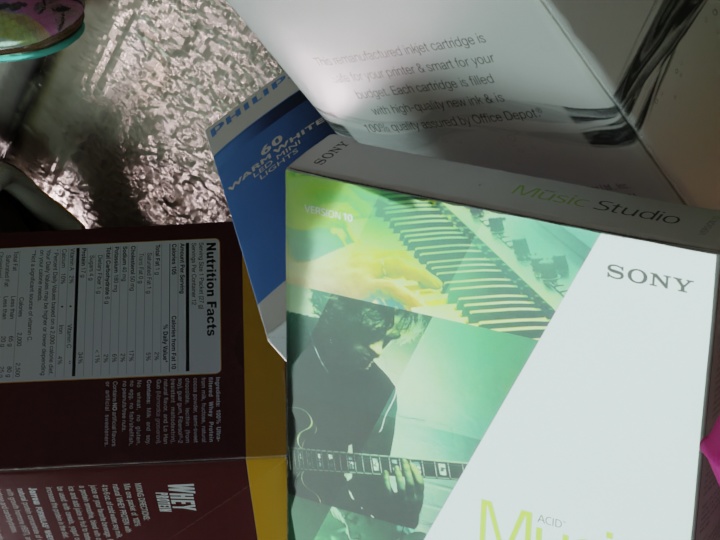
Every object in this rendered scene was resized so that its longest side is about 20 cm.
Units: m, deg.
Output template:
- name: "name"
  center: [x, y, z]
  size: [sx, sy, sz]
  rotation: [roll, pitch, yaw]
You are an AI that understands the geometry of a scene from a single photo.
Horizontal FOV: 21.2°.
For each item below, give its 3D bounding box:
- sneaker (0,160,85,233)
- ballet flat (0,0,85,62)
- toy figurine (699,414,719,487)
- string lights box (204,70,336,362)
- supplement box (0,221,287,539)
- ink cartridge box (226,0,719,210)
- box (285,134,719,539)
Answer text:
- name: "sneaker"
  center: [-0.174, 0.018, 1.089]
  size: [0.090, 0.075, 0.200]
  rotation: [8, 144, 52]
- name: "ballet flat"
  center: [-0.209, -0.136, 0.915]
  size: [0.200, 0.069, 0.071]
  rotation: [7, 122, 47]
- name: "toy figurine"
  center: [0.174, 0.031, 0.567]
  size: [0.150, 0.184, 0.200]
  rotation: [18, 150, 33]
- name: "string lights box"
  center: [0.000, 0.000, 0.755]
  size: [0.103, 0.059, 0.200]
  rotation: [50, -172, -26]
- name: "supplement box"
  center: [-0.131, 0.085, 0.995]
  size: [0.199, 0.133, 0.197]
  rotation: [-3, 148, 0]
- name: "ink cartridge box"
  center: [0.055, -0.075, 0.650]
  size: [0.146, 0.086, 0.200]
  rotation: [0, 136, 52]
- name: "box"
  center: [0.045, 0.065, 0.620]
  size: [0.144, 0.036, 0.201]
  rotation: [12, 115, 24]
